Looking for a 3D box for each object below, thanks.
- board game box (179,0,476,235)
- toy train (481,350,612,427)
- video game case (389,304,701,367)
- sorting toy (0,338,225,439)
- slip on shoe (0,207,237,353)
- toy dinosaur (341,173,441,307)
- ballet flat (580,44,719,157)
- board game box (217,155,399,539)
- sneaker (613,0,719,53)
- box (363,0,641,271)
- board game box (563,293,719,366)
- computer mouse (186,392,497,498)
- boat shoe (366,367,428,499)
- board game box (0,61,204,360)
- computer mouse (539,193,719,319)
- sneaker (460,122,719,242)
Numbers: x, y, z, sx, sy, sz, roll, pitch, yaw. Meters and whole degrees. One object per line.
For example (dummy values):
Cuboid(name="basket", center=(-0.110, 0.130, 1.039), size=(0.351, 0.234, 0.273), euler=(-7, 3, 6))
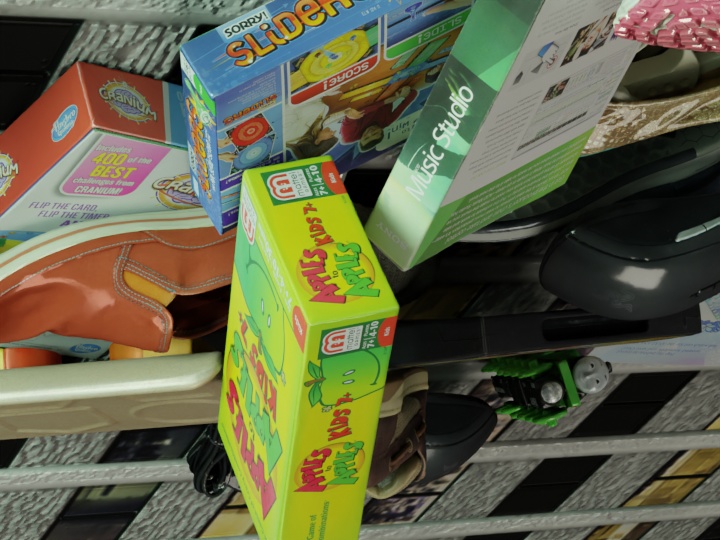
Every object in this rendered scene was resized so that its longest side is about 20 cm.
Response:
Cuboid(name="board game box", center=(0.009, -0.104, 1.257), size=(0.199, 0.035, 0.136), euler=(-27, 156, -15))
Cuboid(name="toy train", center=(0.117, 0.069, 1.620), size=(0.056, 0.042, 0.200), euler=(-18, -179, -6))
Cuboid(name="video game case", center=(0.067, 0.040, 1.513), size=(0.180, 0.026, 0.199), euler=(-3, 177, -42))
Cuboid(name="sorting toy", center=(-0.146, 0.065, 1.452), size=(0.184, 0.037, 0.200), euler=(-5, 171, 10))
Cuboid(name="slip on shoe", center=(-0.116, 0.012, 1.330), size=(0.198, 0.062, 0.074), euler=(-9, 154, -15))
Cuboid(name="toy dinosaur", center=(0.000, 0.000, 1.455), size=(0.102, 0.078, 0.200), euler=(-16, 154, 30))
Cuboid(name="ballet flat", center=(0.181, -0.113, 1.371), size=(0.199, 0.071, 0.066), euler=(-19, 139, -7))
Cuboid(name="board game box", center=(-0.029, 0.051, 1.289), size=(0.047, 0.102, 0.201), euler=(-11, 141, -17))
Cuboid(name="sneaker", center=(0.172, -0.141, 1.210), size=(0.080, 0.075, 0.200), euler=(8, -169, 21))
Cuboid(name="box", center=(0.088, -0.101, 1.255), size=(0.144, 0.036, 0.201), euler=(-28, 151, -47))
Cuboid(name="board game box", center=(0.264, -0.005, 1.647), size=(0.199, 0.044, 0.199), euler=(3, 146, -37))
Cuboid(name="computer mouse", center=(-0.015, 0.126, 1.688), size=(0.199, 0.046, 0.141), euler=(6, 147, -21))
Cuboid(name="boat shoe", center=(0.005, 0.094, 1.470), size=(0.072, 0.073, 0.200), euler=(-5, 179, 2))
Cuboid(name="board game box", center=(-0.143, -0.026, 1.356), size=(0.152, 0.041, 0.200), euler=(11, 142, -44))
Cuboid(name="computer mouse", center=(0.203, -0.025, 1.397), size=(0.199, 0.046, 0.141), euler=(-6, 145, -27))
Cuboid(name="sneaker", center=(0.117, -0.029, 1.471), size=(0.201, 0.077, 0.147), euler=(-14, 151, -11))
